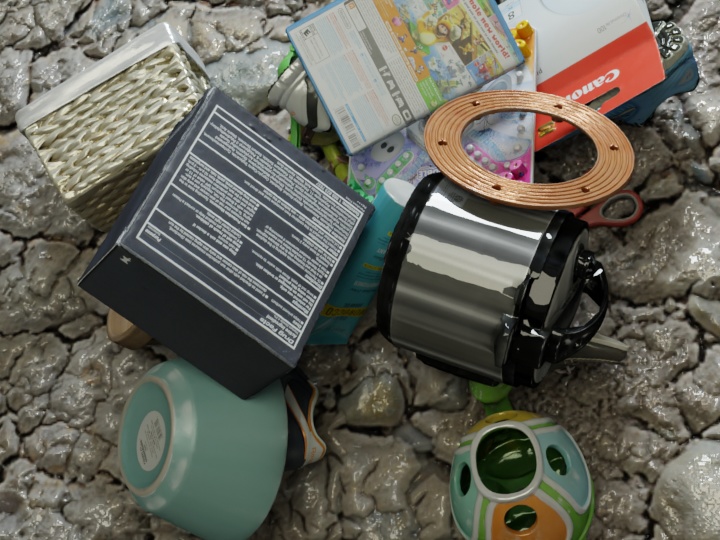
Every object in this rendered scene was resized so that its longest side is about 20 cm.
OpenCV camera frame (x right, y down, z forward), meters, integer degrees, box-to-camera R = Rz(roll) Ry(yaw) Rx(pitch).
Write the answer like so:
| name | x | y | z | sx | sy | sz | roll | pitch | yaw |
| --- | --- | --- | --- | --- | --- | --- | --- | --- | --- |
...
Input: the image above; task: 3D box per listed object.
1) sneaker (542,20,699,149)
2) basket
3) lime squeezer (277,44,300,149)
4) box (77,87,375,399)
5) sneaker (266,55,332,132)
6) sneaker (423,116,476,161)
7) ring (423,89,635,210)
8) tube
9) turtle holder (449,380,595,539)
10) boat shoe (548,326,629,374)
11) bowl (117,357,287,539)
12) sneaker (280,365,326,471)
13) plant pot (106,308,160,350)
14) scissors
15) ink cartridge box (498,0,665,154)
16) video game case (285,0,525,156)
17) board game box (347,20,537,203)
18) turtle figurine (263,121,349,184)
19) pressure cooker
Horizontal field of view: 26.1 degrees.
| name | x | y | z | sx | sy | sz | roll | pitch | yaw |
| --- | --- | --- | --- | --- | --- | --- | --- | --- | --- |
| sneaker | 0.258 | -0.168 | 1.586 | 0.199 | 0.090 | 0.079 | -25 | 43 | 27 |
| basket | -0.246 | -0.150 | 1.680 | 0.199 | 0.136 | 0.124 | -31 | 71 | 4 |
| lime squeezer | -0.047 | -0.225 | 1.639 | 0.070 | 0.038 | 0.201 | 25 | 84 | 45 |
| box | -0.125 | -0.023 | 1.457 | 0.199 | 0.123 | 0.199 | 36 | 56 | -13 |
| sneaker | -0.004 | -0.226 | 1.592 | 0.080 | 0.074 | 0.200 | 41 | 95 | 2 |
| sneaker | 0.105 | -0.072 | 1.596 | 0.075 | 0.076 | 0.202 | -2 | 71 | 16 |
| ring | 0.157 | -0.111 | 1.452 | 0.198 | 0.019 | 0.201 | 3 | 37 | -2 |
| tube | 0.000 | 0.000 | 1.551 | 0.201 | 0.077 | 0.051 | -59 | 44 | 30 |
| turtle holder | 0.154 | 0.187 | 1.473 | 0.140 | 0.132 | 0.187 | 8 | 64 | 22 |
| boat shoe | 0.168 | 0.077 | 1.548 | 0.198 | 0.067 | 0.058 | 12 | 93 | 22 |
| bowl | -0.167 | 0.165 | 1.526 | 0.200 | 0.104 | 0.203 | -20 | 64 | 51 |
| sneaker | -0.096 | 0.123 | 1.594 | 0.079 | 0.079 | 0.201 | -57 | 42 | 38 |
| plant pot | -0.178 | 0.001 | 1.616 | 0.092 | 0.201 | 0.202 | 27 | 79 | -20 |
| scissors | 0.200 | -0.042 | 1.600 | 0.199 | 0.014 | 0.074 | -30 | 71 | 5 |
| ink cartridge box | 0.214 | -0.230 | 1.569 | 0.159 | 0.047 | 0.201 | -29 | 40 | 24 |
| video game case | 0.044 | -0.223 | 1.544 | 0.199 | 0.018 | 0.144 | -28 | 90 | 5 |
| board game box | 0.079 | -0.153 | 1.573 | 0.198 | 0.026 | 0.202 | -5 | 65 | 22 |
| turtle figurine | -0.025 | -0.158 | 1.663 | 0.200 | 0.064 | 0.161 | -45 | 69 | -2 |
| pressure cooker | 0.130 | 0.015 | 1.439 | 0.198 | 0.179 | 0.177 | 18 | 75 | 14 |
